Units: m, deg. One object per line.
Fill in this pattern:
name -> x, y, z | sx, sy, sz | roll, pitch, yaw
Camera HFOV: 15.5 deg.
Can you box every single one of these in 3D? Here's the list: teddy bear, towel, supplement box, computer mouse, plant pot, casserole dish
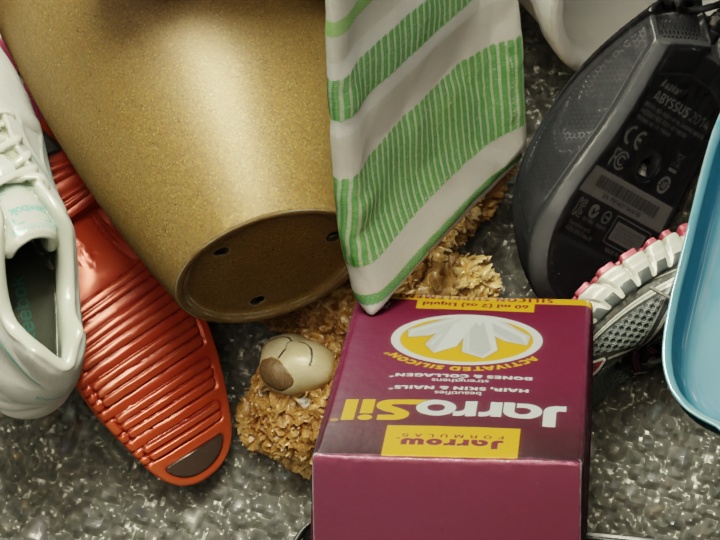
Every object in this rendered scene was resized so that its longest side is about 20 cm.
teddy bear -> 0.000, 0.000, 1.276 | 0.145, 0.067, 0.200 | 37, 81, 20
towel -> 0.032, -0.097, 1.161 | 0.023, 0.201, 0.153 | 19, 43, 25
supplement box -> 0.043, 0.081, 1.123 | 0.110, 0.200, 0.086 | 2, 108, 5
computer mouse -> 0.135, -0.074, 1.264 | 0.053, 0.138, 0.200 | 37, 94, 41
plant pot -> -0.067, -0.083, 1.235 | 0.186, 0.187, 0.201 | -21, 62, 2
casserole dish -> 0.202, 0.002, 1.177 | 0.121, 0.039, 0.201 | 13, 67, 6

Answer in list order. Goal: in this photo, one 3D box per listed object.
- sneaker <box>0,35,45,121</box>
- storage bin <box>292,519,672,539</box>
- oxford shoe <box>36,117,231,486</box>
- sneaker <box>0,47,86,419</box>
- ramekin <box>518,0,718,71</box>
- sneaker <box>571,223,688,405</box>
sneaker -> -0.229, -0.135, 1.354 | 0.200, 0.087, 0.074 | 38, 108, -2
storage bin -> 0.065, 0.190, 1.191 | 0.199, 0.094, 0.136 | 4, 73, 10
oxford shoe -> -0.127, 0.016, 1.298 | 0.071, 0.073, 0.201 | -29, 87, -16
sneaker -> -0.164, -0.035, 1.216 | 0.070, 0.080, 0.201 | -17, 85, -24
ramekin -> 0.136, -0.201, 1.254 | 0.200, 0.201, 0.098 | -41, 64, -5
sneaker -> 0.165, 0.015, 1.238 | 0.200, 0.081, 0.075 | -32, 72, -3
